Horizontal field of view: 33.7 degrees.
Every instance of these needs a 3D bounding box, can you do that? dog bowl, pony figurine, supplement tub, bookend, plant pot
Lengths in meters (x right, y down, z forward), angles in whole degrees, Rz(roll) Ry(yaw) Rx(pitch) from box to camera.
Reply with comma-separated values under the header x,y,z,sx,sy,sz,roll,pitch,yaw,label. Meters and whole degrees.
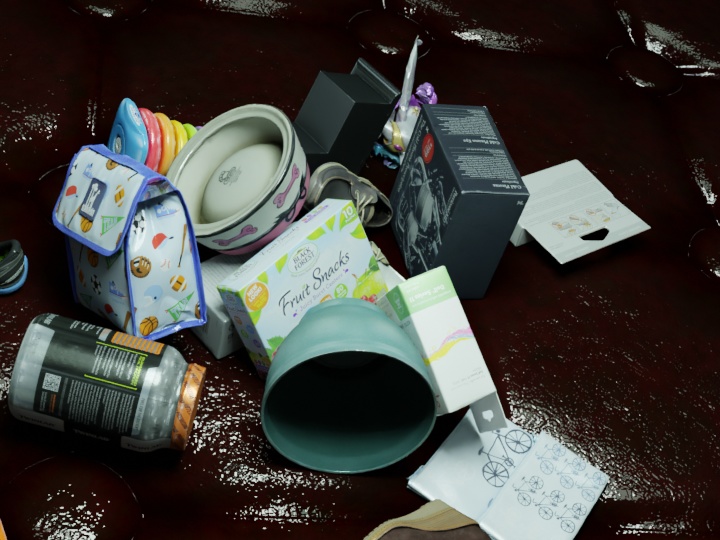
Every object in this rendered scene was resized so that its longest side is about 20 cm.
x,y,z,sx,sy,sz,roll,pitch,yaw,label
-0.150,-0.108,1.492,0.198,0.074,0.202,-19,50,23,dog bowl
0.072,-0.233,1.818,0.199,0.167,0.194,28,49,-12,pony figurine
-0.279,0.129,1.327,0.198,0.123,0.123,16,42,-2,supplement tub
-0.073,-0.186,1.626,0.092,0.200,0.199,44,30,25,bookend
-0.016,0.118,1.377,0.198,0.202,0.135,8,39,-10,plant pot

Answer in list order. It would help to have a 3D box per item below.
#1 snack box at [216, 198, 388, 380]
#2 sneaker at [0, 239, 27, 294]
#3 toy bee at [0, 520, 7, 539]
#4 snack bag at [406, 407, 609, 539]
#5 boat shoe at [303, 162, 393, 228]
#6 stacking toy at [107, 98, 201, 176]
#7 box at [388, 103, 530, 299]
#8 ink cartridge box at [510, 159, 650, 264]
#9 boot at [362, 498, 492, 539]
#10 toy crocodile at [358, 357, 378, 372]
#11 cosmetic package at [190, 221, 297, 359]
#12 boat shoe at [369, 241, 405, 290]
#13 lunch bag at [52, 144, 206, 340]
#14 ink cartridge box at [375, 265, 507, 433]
x,y,z,sx,sy,sz,roll,pitch,yaw,label
-0.067,0.023,1.466,0.053,0.143,0.200,8,40,48,snack box
-0.502,-0.018,1.431,0.197,0.083,0.071,2,44,-17,sneaker
-0.451,0.276,1.150,0.199,0.109,0.132,27,28,-28,toy bee
0.180,0.253,1.431,0.199,0.022,0.188,33,45,16,snack bag
-0.010,-0.099,1.631,0.073,0.075,0.199,28,12,24,boat shoe
-0.248,-0.166,1.672,0.198,0.110,0.117,3,41,-32,stacking toy
0.127,-0.094,1.637,0.103,0.201,0.183,-1,45,-21,box
0.308,-0.079,1.798,0.198,0.045,0.176,-19,53,-33,ink cartridge box
0.083,0.339,1.271,0.199,0.073,0.166,-24,55,-40,boot
0.045,0.108,1.513,0.198,0.062,0.068,-4,47,-15,toy crocodile
-0.130,0.022,1.525,0.199,0.072,0.101,-25,57,-36,cosmetic package
0.000,0.000,1.594,0.199,0.069,0.075,29,44,11,boat shoe
-0.277,-0.037,1.407,0.123,0.202,0.169,-20,31,-36,lunch bag
0.095,0.109,1.419,0.067,0.117,0.202,-21,83,-16,ink cartridge box
